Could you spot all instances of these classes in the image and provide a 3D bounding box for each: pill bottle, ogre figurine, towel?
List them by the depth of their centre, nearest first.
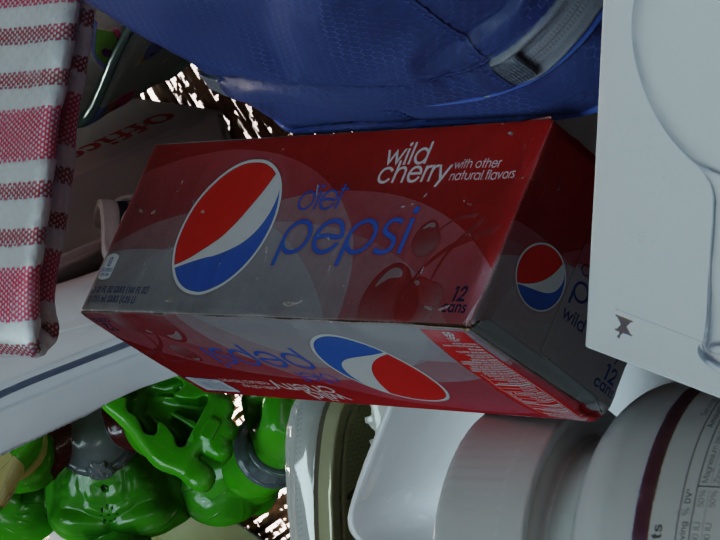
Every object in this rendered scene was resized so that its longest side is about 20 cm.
[{"bbox_3d":[0.128,0.087,0.642,0.199,0.110,0.110,0,114,32],"label":"pill bottle"},{"bbox_3d":[-0.146,-0.069,0.799,0.146,0.030,0.201,3,85,41],"label":"towel"},{"bbox_3d":[-0.107,0.083,0.952,0.120,0.199,0.098,68,178,-69],"label":"ogre figurine"}]

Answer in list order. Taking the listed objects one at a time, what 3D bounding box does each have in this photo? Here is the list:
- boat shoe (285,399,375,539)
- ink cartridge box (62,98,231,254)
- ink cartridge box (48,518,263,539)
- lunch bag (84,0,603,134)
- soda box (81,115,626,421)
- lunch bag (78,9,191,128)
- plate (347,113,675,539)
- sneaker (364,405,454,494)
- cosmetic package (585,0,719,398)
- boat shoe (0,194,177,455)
[{"bbox_3d":[-0.005,0.127,0.894,0.068,0.075,0.201,13,124,39],"label":"boat shoe"},{"bbox_3d":[-0.160,-0.017,0.956,0.200,0.146,0.085,11,121,46],"label":"ink cartridge box"},{"bbox_3d":[-0.078,0.210,1.068,0.116,0.067,0.201,26,132,43],"label":"ink cartridge box"},{"bbox_3d":[0.005,-0.116,0.679,0.132,0.136,0.200,32,162,-36],"label":"lunch bag"},{"bbox_3d":[0.000,0.000,0.707,0.063,0.070,0.200,36,159,-34],"label":"soda box"},{"bbox_3d":[-0.118,-0.165,0.863,0.200,0.077,0.160,50,137,11],"label":"lunch bag"},{"bbox_3d":[0.107,0.053,0.729,0.200,0.032,0.200,30,119,21],"label":"plate"},{"bbox_3d":[0.065,0.085,0.825,0.099,0.070,0.201,-7,95,25],"label":"sneaker"},{"bbox_3d":[0.151,-0.021,0.528,0.199,0.052,0.151,21,132,29],"label":"cosmetic package"},{"bbox_3d":[-0.077,0.003,0.827,0.067,0.200,0.074,65,167,-13],"label":"boat shoe"}]
